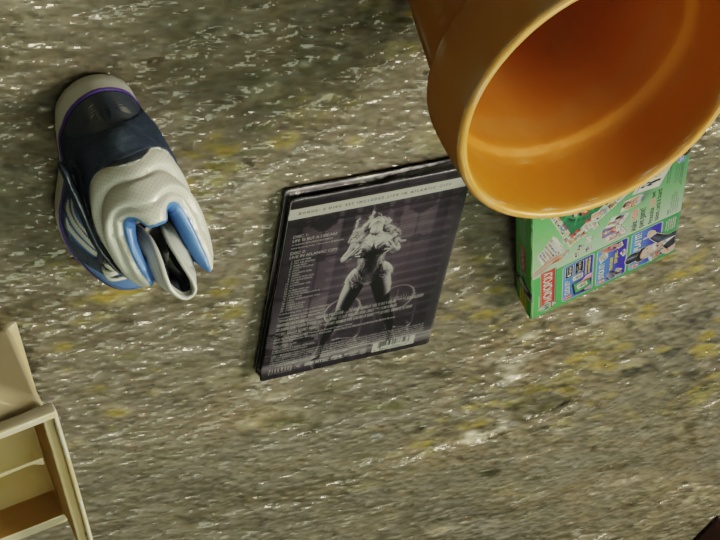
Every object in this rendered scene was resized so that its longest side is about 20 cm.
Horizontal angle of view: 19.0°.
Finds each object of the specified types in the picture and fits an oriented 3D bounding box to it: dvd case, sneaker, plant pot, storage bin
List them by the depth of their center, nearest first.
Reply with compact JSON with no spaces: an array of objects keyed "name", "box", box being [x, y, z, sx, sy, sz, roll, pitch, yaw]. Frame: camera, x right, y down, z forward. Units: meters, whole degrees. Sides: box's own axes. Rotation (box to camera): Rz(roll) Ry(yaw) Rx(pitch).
[{"name":"plant pot","box":[0.114,-0.167,1.362,0.199,0.184,0.201,-18,142,-15]},{"name":"sneaker","box":[-0.144,-0.016,1.397,0.080,0.147,0.201,-20,143,-13]},{"name":"storage bin","box":[-0.308,0.159,1.525,0.199,0.094,0.199,-21,143,-12]},{"name":"dvd case","box":[0.000,0.000,1.626,0.148,0.016,0.201,-12,141,-21]}]

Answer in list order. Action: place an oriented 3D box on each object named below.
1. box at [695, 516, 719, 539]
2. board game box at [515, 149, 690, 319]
[{"name":"box","box":[0.356,0.349,2.238,0.100,0.075,0.200,13,125,-43]},{"name":"board game box","box":[0.185,-0.038,1.659,0.134,0.029,0.200,-24,157,-6]}]
